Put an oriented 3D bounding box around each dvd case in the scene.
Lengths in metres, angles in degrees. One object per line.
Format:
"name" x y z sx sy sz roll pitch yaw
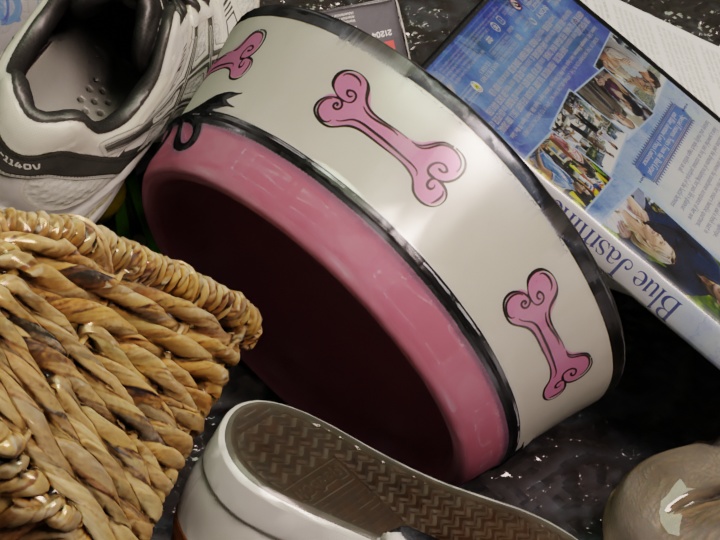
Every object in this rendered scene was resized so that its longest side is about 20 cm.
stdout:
"dvd case" 0.116 -0.032 0.863 0.200 0.018 0.143 40 32 0

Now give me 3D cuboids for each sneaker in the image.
"sneaker" 0.024 0.124 0.798 0.199 0.085 0.073 31 34 -2
"sneaker" -0.084 -0.090 0.867 0.075 0.088 0.200 31 50 -1

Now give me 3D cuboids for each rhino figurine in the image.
"rhino figurine" 0.164 0.129 0.798 0.087 0.060 0.200 -25 50 -21

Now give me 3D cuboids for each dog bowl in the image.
"dog bowl" 0.000 0.000 0.846 0.200 0.200 0.074 33 66 30

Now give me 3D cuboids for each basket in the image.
"basket" -0.161 0.037 0.765 0.199 0.143 0.149 -18 30 32

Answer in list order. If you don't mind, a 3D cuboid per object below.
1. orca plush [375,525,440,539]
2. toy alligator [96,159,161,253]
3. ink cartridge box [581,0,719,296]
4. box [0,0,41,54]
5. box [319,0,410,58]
"orca plush" 0.032 0.182 0.695 0.071 0.105 0.201 13 49 -18
"toy alligator" -0.080 -0.018 0.961 0.199 0.059 0.055 -3 74 -32
"ink cartridge box" 0.164 -0.037 0.982 0.199 0.057 0.163 24 34 -24
"box" -0.172 -0.159 1.075 0.199 0.102 0.113 4 41 0
"box" -0.089 -0.078 0.983 0.199 0.035 0.110 -14 3 -26
